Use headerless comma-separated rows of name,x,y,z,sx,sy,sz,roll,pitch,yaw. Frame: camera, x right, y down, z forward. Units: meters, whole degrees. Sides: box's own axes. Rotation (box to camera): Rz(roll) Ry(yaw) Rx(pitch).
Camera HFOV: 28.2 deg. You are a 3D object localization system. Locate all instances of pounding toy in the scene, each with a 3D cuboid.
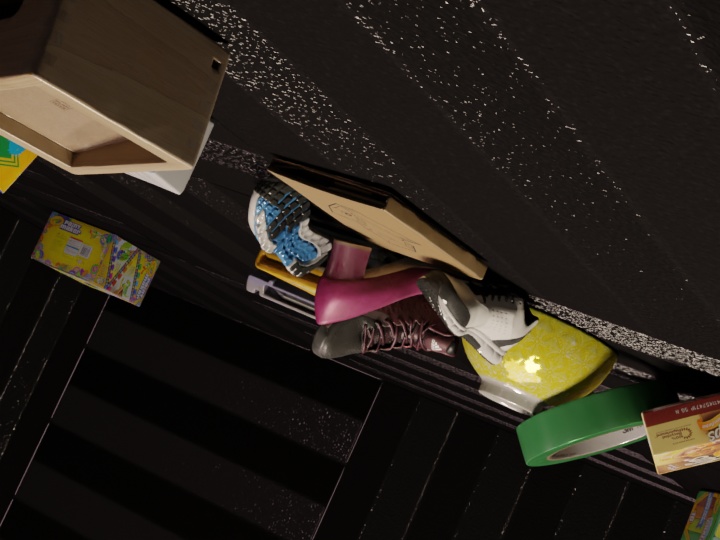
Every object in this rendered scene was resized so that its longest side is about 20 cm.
pounding toy,-0.235,-0.176,1.099,0.200,0.142,0.184,2,159,44

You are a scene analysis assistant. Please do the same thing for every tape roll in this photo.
tape roll,0.292,0.187,1.745,0.200,0.048,0.200,-15,164,-4

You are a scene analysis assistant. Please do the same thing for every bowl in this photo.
bowl,0.201,0.114,1.739,0.200,0.108,0.200,23,173,3

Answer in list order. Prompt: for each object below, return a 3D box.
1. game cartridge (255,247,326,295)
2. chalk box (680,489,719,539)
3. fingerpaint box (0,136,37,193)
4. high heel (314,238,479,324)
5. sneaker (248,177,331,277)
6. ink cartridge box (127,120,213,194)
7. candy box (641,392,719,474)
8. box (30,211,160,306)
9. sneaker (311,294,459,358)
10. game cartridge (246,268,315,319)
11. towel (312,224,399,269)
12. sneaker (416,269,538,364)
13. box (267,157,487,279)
game cartridge,-0.010,0.034,1.792,0.176,0.032,0.200,19,172,38
chalk box,0.723,0.509,2.782,0.124,0.125,0.200,24,172,-2
fingerpaint box,-0.484,-0.196,1.634,0.200,0.073,0.167,32,165,28
high heel,0.044,0.031,1.602,0.200,0.096,0.067,14,-175,-18
sneaker,-0.100,-0.062,1.631,0.087,0.075,0.200,46,172,23
ink cartridge box,-0.265,-0.161,1.382,0.200,0.085,0.145,20,171,22
candy box,0.388,0.187,1.643,0.115,0.055,0.200,-14,164,10
box,-0.607,-0.026,3.294,0.200,0.122,0.193,20,171,30
sneaker,0.048,0.067,1.632,0.115,0.200,0.076,39,138,29
game cartridge,-0.041,0.031,1.985,0.200,0.038,0.130,22,-150,19
towel,0.000,0.000,1.813,0.200,0.048,0.171,18,170,42
sneaker,0.129,0.035,1.565,0.200,0.080,0.074,35,-160,-57
box,0.019,-0.052,1.478,0.163,0.021,0.200,19,172,39
